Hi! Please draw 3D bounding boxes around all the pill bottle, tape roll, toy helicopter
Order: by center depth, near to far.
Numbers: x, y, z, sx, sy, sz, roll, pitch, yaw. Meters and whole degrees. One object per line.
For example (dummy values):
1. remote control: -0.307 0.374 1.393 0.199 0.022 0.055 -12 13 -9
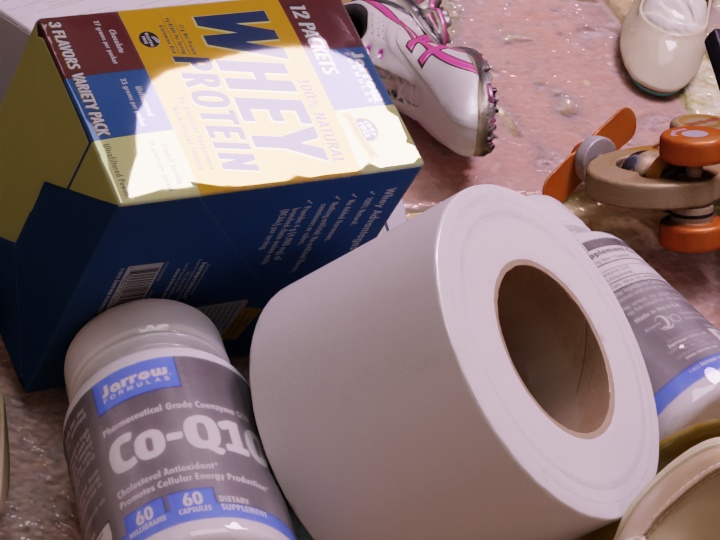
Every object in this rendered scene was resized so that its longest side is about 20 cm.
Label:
1. pill bottle: -0.104 0.115 1.387 0.114 0.114 0.200 -1 40 -18
2. tape roll: 0.055 0.070 1.397 0.203 0.139 0.203 34 41 -37
3. pill bottle: 0.150 0.049 1.536 0.114 0.114 0.200 -18 47 -34
4. toy helicopter: 0.211 -0.077 1.765 0.132 0.079 0.200 5 18 22

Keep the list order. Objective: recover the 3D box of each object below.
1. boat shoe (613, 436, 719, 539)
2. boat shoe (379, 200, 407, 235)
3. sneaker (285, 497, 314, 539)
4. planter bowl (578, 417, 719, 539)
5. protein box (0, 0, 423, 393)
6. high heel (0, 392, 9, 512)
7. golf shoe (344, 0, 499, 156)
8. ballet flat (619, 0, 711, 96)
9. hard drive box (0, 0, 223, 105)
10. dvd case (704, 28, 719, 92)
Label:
1. boat shoe: 0.153 0.179 1.321 0.072 0.200 0.065 36 10 -7
2. boat shoe: 0.000 0.000 1.604 0.070 0.071 0.200 -5 39 -6
3. sneaker: -0.020 0.087 1.473 0.074 0.082 0.200 8 38 -9
4. planter bowl: 0.217 0.188 1.386 0.083 0.200 0.200 33 19 -45
5. protein box: -0.107 -0.047 1.490 0.200 0.199 0.135 -9 60 -31
6. high heel: -0.274 0.084 1.421 0.142 0.071 0.200 -5 41 -10
7. golf shoe: 0.036 -0.136 1.782 0.092 0.073 0.200 -8 33 -17
8. ballet flat: 0.245 -0.213 1.942 0.069 0.070 0.200 17 38 3
9. hard drive box: -0.166 -0.149 1.672 0.156 0.077 0.200 -20 37 -35
10. dvd case: 0.321 -0.077 1.730 0.143 0.018 0.200 12 48 -28
